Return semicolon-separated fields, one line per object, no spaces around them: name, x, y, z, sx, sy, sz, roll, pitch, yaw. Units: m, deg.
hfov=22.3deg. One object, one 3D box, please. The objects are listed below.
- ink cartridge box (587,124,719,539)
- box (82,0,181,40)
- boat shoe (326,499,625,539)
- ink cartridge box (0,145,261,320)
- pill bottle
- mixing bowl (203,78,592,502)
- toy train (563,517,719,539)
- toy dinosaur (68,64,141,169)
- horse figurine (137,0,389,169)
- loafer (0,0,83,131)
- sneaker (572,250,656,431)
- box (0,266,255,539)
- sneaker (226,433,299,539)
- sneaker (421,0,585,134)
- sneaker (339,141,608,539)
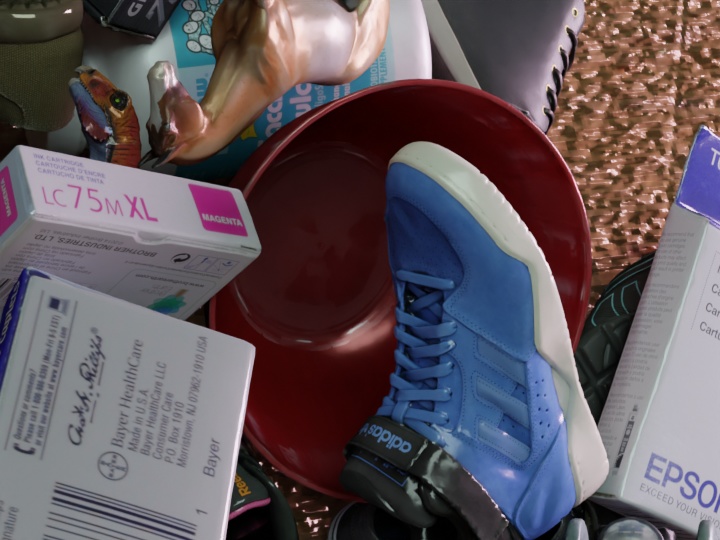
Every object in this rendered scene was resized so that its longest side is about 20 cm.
ink cartridge box;0.221;0.056;0.935;0.198;0.040;0.202;26;76;-28
box;-0.115;-0.247;0.857;0.199;0.201;0.050;45;19;25
boat shoe;0.084;0.130;0.908;0.198;0.066;0.071;6;66;-15
ink cartridge box;-0.150;0.024;0.792;0.119;0.200;0.042;10;49;-44
pill bottle;-0.072;-0.102;0.934;0.198;0.111;0.112;-10;71;-21
mixing bowl;0.000;0.000;0.886;0.198;0.108;0.202;-7;106;-25
toy train;0.128;0.189;0.830;0.084;0.201;0.115;0;59;13
toy dinosaur;-0.189;-0.045;0.810;0.179;0.200;0.106;11;64;-6
horse figurine;-0.028;-0.126;0.832;0.049;0.134;0.200;10;19;26
loafer;-0.207;-0.098;0.867;0.076;0.199;0.068;-21;110;-44
sneaker;0.151;0.040;0.963;0.199;0.079;0.076;-34;103;-28
box;-0.133;0.136;0.739;0.104;0.200;0.185;19;50;-15
sneaker;-0.067;0.103;0.860;0.080;0.086;0.201;-24;76;-27
sneaker;0.094;-0.094;1.002;0.105;0.075;0.202;-17;72;-21
sneaker;0.034;0.051;0.811;0.111;0.076;0.201;-37;124;-23
